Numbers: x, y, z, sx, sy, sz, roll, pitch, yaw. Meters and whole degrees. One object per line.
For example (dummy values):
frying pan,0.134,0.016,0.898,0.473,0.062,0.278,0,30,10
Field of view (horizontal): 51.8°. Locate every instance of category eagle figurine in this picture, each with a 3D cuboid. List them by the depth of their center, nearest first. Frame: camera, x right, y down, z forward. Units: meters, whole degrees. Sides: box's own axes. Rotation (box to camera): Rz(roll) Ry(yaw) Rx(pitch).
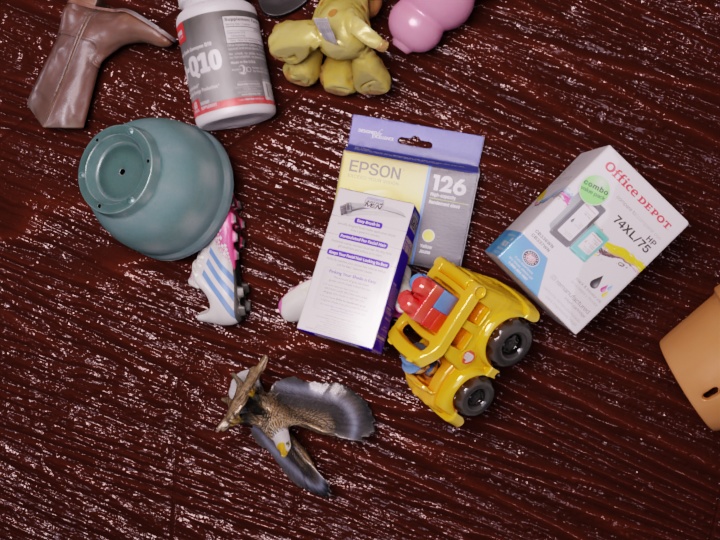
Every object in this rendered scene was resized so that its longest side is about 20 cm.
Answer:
eagle figurine,-0.103,0.225,1.073,0.200,0.151,0.152,29,141,-27

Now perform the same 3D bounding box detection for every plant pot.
plant pot,0.496,0.120,0.985,0.140,0.200,0.200,-33,91,22
plant pot,-0.293,-0.123,1.010,0.200,0.134,0.201,-3,81,20

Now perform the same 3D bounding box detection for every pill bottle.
pill bottle,-0.191,-0.305,1.030,0.114,0.114,0.200,-11,93,5

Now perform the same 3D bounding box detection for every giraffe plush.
giraffe plush,-0.025,-0.350,0.992,0.172,0.200,0.162,12,76,-2

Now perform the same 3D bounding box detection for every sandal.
sandal,-0.068,-0.439,1.046,0.200,0.045,0.075,-37,92,6

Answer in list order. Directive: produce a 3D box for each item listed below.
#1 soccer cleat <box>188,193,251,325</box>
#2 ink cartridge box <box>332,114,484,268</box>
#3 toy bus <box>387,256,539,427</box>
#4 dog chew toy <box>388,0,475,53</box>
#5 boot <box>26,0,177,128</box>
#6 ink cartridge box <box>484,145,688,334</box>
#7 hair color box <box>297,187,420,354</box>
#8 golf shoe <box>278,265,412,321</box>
soccer cleat,-0.211,-0.018,1.074,0.086,0.070,0.200,-3,94,4
ink cartridge box,0.065,-0.110,1.062,0.197,0.047,0.200,10,97,4
toy bus,0.107,0.085,0.986,0.192,0.136,0.200,27,99,-38
dog chew toy,0.110,-0.386,1.005,0.124,0.125,0.200,37,104,1
boot,-0.376,-0.281,1.069,0.186,0.064,0.200,24,92,15
ink cartridge box,0.295,-0.043,0.998,0.147,0.146,0.200,44,95,0
hair color box,0.000,0.000,0.991,0.109,0.065,0.200,14,82,16
golf shoe,-0.021,0.048,1.047,0.200,0.075,0.092,-17,59,12
